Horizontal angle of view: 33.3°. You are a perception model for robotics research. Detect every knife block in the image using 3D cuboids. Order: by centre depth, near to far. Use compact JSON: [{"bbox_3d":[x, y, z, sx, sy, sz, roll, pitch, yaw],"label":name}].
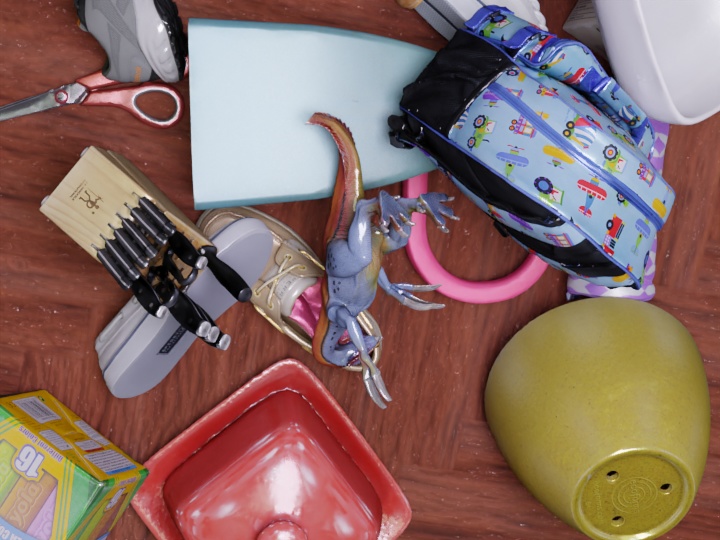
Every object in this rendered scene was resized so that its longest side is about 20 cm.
[{"bbox_3d":[-0.156,-0.015,0.937,0.175,0.200,0.064,42,90,-3],"label":"knife block"}]

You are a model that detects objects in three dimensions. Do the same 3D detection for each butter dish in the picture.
[{"bbox_3d":[-0.071,0.212,1.017,0.199,0.148,0.201,-37,101,-3],"label":"butter dish"}]

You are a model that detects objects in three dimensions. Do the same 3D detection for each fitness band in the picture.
[{"bbox_3d":[0.107,-0.072,1.064,0.141,0.037,0.203,2,96,-6],"label":"fitness band"}]

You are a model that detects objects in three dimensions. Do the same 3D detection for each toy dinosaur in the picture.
[{"bbox_3d":[0.000,0.000,0.947,0.105,0.181,0.201,-25,77,-46],"label":"toy dinosaur"}]

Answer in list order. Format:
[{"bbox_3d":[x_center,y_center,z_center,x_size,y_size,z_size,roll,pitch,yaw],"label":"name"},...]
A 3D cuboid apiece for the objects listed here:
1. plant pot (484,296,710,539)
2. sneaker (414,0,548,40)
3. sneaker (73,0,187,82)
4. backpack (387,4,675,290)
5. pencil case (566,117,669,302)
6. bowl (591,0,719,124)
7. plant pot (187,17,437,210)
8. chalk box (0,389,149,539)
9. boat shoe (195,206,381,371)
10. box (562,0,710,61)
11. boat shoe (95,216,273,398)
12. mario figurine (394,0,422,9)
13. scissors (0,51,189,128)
[{"bbox_3d":[0.213,0.146,1.019,0.197,0.143,0.202,-2,122,-3],"label":"plant pot"},{"bbox_3d":[0.129,-0.199,1.015,0.200,0.073,0.071,46,73,0],"label":"sneaker"},{"bbox_3d":[-0.195,-0.229,0.936,0.078,0.074,0.202,-9,129,4],"label":"sneaker"},{"bbox_3d":[0.142,-0.082,0.869,0.182,0.200,0.135,36,95,-35],"label":"backpack"},{"bbox_3d":[0.230,-0.067,1.060,0.085,0.083,0.203,-5,102,-43],"label":"pencil case"},{"bbox_3d":[0.241,-0.226,0.916,0.199,0.074,0.202,-35,114,-35],"label":"bowl"},{"bbox_3d":[-0.037,-0.128,0.977,0.197,0.141,0.143,-2,98,-7],"label":"plant pot"},{"bbox_3d":[-0.289,0.216,0.983,0.123,0.124,0.201,33,92,8],"label":"chalk box"},{"bbox_3d":[-0.056,0.015,1.032,0.199,0.069,0.074,38,91,-11],"label":"boat shoe"},{"bbox_3d":[0.267,-0.274,1.031,0.077,0.095,0.201,31,93,-13],"label":"box"},{"bbox_3d":[-0.155,0.018,0.996,0.200,0.073,0.066,-44,61,16],"label":"boat shoe"},{"bbox_3d":[-0.017,-0.283,0.930,0.200,0.106,0.123,41,118,-12],"label":"mario figurine"},{"bbox_3d":[-0.240,-0.155,1.013,0.197,0.014,0.074,-2,100,-7],"label":"scissors"}]
